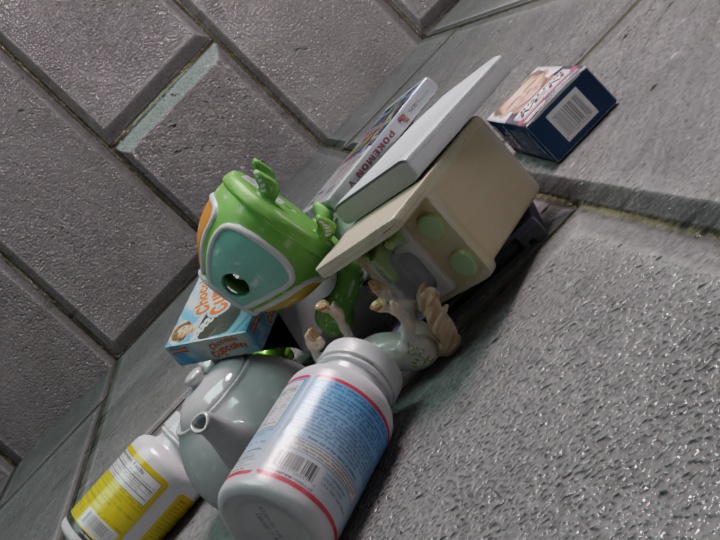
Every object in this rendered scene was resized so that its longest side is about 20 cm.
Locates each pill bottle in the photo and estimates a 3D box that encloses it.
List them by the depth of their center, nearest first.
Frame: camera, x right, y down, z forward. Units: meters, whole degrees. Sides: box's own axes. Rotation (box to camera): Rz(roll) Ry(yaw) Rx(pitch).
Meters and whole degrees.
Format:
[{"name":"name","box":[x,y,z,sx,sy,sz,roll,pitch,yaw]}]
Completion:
[{"name":"pill bottle","box":[-0.036,0.156,0.964,0.109,0.109,0.200,-34,17,45]},{"name":"pill bottle","box":[-0.269,0.279,1.357,0.200,0.111,0.111,-48,12,-9]}]

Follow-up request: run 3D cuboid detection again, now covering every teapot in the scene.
[{"name":"teapot","box":[-0.135,0.161,1.201,0.200,0.146,0.198,-34,17,48]}]

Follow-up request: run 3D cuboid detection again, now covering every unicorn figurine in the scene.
[{"name":"unicorn figurine","box":[0.012,0.077,1.070,0.199,0.137,0.074,-6,47,42]}]

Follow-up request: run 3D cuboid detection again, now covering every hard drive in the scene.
[{"name":"hard drive","box":[0.065,-0.135,1.112,0.132,0.027,0.200,-31,15,52]}]

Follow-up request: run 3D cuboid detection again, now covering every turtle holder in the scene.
[{"name":"turtle holder","box":[-0.087,-0.019,1.141,0.132,0.185,0.141,-54,32,6]}]

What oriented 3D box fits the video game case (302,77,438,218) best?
[{"name":"video game case","box":[0.006,-0.136,1.278,0.182,0.023,0.200,-52,7,-9]}]

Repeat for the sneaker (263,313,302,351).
[{"name":"sneaker","box":[-0.104,0.049,1.348,0.114,0.199,0.076,45,123,40]}]

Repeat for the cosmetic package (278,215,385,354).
[{"name":"cosmetic package","box":[0.000,0.000,1.237,0.113,0.081,0.200,-13,-32,-45]}]

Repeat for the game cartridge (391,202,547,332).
[{"name":"game cartridge","box":[0.111,-0.002,1.164,0.200,0.038,0.130,-43,16,14]}]

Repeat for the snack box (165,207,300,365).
[{"name":"snack box","box":[-0.138,0.017,1.244,0.116,0.037,0.200,-13,39,30]}]

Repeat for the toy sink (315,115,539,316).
[{"name":"toy sink","box":[0.072,-0.038,1.076,0.130,0.112,0.200,-33,13,45]}]

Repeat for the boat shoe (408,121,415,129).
[{"name":"boat shoe","box":[0.073,-0.141,1.306,0.063,0.073,0.200,-53,18,3]}]

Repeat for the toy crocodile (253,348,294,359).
[{"name":"toy crocodile","box":[-0.126,0.110,1.474,0.068,0.062,0.200,-53,-5,-29]}]

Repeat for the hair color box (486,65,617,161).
[{"name":"hair color box","box":[0.228,-0.195,1.321,0.100,0.061,0.200,-45,11,2]}]
